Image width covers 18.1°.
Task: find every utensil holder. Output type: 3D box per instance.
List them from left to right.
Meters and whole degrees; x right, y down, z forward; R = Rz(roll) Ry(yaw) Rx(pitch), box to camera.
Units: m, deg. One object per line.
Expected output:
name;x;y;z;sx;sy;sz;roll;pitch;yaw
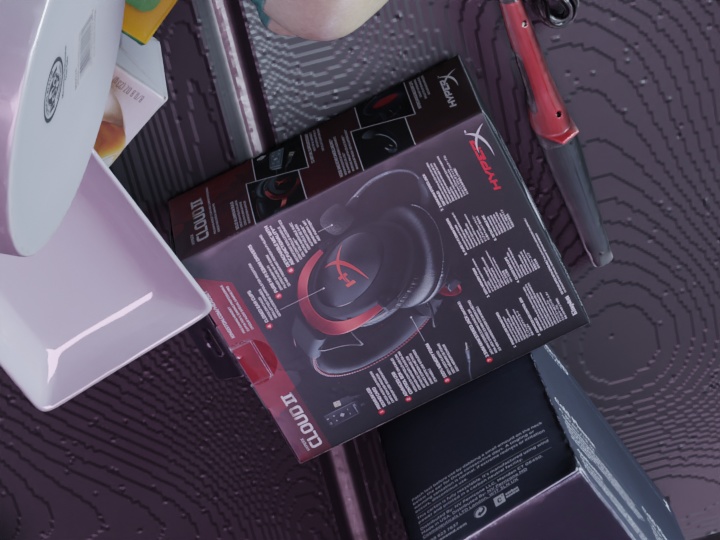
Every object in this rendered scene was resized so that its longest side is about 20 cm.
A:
utensil holder;-0.218;-0.104;0.966;0.199;0.170;0.170;15;118;6

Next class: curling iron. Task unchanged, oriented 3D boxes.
curling iron;0.112;-0.084;1.213;0.049;0.026;0.200;-14;121;2

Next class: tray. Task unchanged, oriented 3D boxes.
tray;-0.169;-0.028;1.107;0.107;0.022;0.200;-30;120;9

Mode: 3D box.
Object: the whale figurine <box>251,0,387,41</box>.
whale figurine;-0.004;-0.183;1.056;0.104;0.200;0.159;42;109;0

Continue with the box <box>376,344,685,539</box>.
box;0.108;0.149;1.256;0.104;0.182;0.200;-33;119;10

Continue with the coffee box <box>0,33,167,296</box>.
coffee box;-0.203;-0.058;1.144;0.114;0.080;0.200;33;110;-24

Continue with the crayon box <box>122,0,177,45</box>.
crayon box;-0.098;-0.222;1.080;0.119;0.058;0.200;31;110;-23

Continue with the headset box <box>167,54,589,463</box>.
headset box;0.000;0.000;1.214;0.200;0.075;0.149;-27;120;6
